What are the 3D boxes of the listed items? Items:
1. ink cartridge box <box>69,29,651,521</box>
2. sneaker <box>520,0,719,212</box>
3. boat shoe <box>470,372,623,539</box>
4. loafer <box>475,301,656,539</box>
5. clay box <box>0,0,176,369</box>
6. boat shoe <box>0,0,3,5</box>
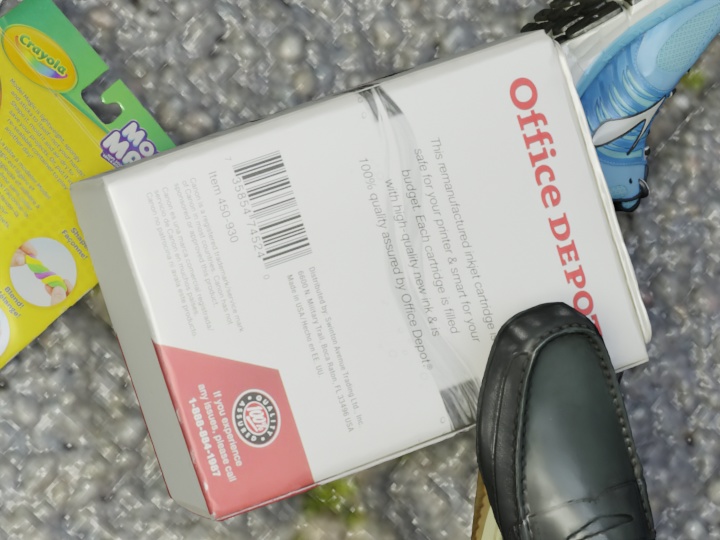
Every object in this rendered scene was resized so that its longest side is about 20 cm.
[{"bbox_3d":[0.000,0.000,1.071,0.200,0.083,0.147,-19,95,-16],"label":"ink cartridge box"},{"bbox_3d":[0.107,-0.072,1.198,0.200,0.078,0.090,-39,110,-18],"label":"sneaker"},{"bbox_3d":[0.083,0.122,1.129,0.065,0.073,0.200,1,77,13],"label":"boat shoe"},{"bbox_3d":[0.092,0.110,1.040,0.068,0.070,0.201,-17,112,-22],"label":"loafer"},{"bbox_3d":[-0.174,-0.014,1.080,0.200,0.048,0.115,-43,98,-24],"label":"clay box"},{"bbox_3d":[-0.159,-0.191,1.116,0.076,0.060,0.200,19,73,-16],"label":"boat shoe"}]
